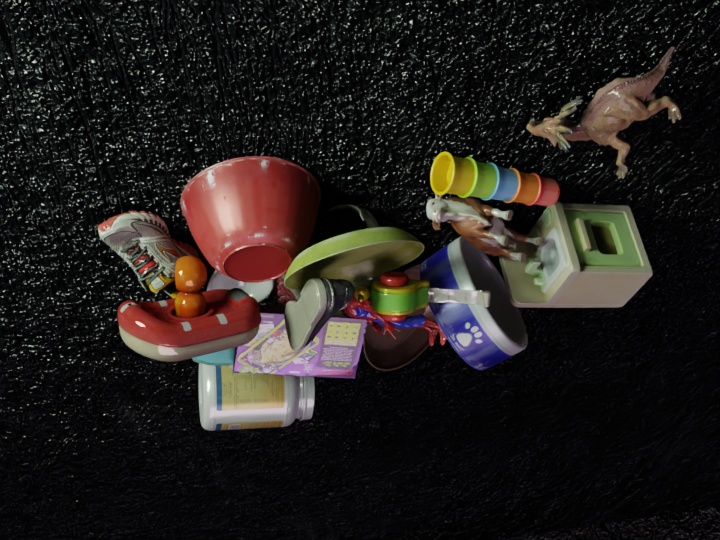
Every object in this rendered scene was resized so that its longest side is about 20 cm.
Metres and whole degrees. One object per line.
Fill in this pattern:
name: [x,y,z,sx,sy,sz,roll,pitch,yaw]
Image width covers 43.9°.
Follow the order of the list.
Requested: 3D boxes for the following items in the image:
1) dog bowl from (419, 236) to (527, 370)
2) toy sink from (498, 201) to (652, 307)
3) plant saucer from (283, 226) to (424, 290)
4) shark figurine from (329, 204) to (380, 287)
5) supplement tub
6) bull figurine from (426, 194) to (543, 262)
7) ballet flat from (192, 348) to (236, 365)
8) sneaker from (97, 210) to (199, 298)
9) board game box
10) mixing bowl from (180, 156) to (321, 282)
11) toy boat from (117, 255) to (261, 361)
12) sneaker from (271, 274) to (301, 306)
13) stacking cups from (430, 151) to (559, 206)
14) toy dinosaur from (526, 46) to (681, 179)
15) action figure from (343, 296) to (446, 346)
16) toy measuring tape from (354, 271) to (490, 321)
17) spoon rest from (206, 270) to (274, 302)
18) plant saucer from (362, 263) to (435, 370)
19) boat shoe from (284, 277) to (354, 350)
dog bowl: [0.178,0.052,1.401,0.078,0.201,0.200,-31,143,20]
toy sink: [0.332,-0.026,1.396,0.198,0.131,0.112,1,147,-16]
plant saucer: [-0.012,-0.018,1.220,0.198,0.031,0.200,-14,168,-3]
shark figurine: [0.015,-0.016,1.353,0.127,0.090,0.216,-14,137,-30]
supplement tub: [-0.191,0.214,1.625,0.198,0.146,0.145,0,148,-14]
bull figurine: [0.183,-0.065,1.329,0.121,0.066,0.199,22,-179,38]
ballet flat: [-0.184,0.112,1.439,0.198,0.062,0.068,-3,111,-10]
sneaker: [-0.295,-0.019,1.278,0.077,0.083,0.200,-23,146,21]
board game box: [-0.095,0.112,1.402,0.198,0.032,0.121,5,118,-14]
mixing bowl: [-0.146,-0.053,1.240,0.198,0.109,0.201,-7,150,-4]
toy boat: [-0.241,0.044,1.251,0.198,0.130,0.132,-12,112,-30]
sneaker: [-0.073,0.049,1.451,0.200,0.075,0.080,41,160,-28]
stacking cups: [0.198,-0.128,1.269,0.198,0.061,0.061,3,147,-28]
toy dinosaur: [0.318,-0.207,1.148,0.135,0.086,0.200,18,134,-27]
action figure: [0.036,0.073,1.358,0.198,0.052,0.065,21,171,-18]
toy measuring tape: [0.085,0.041,1.278,0.198,0.074,0.074,5,151,12]
spoon rest: [-0.218,0.043,1.416,0.099,0.061,0.199,30,134,-33]
plant saucer: [0.070,0.072,1.494,0.199,0.037,0.202,-26,132,-33]
boat shoe: [-0.061,0.063,1.282,0.062,0.073,0.200,-9,161,-22]
